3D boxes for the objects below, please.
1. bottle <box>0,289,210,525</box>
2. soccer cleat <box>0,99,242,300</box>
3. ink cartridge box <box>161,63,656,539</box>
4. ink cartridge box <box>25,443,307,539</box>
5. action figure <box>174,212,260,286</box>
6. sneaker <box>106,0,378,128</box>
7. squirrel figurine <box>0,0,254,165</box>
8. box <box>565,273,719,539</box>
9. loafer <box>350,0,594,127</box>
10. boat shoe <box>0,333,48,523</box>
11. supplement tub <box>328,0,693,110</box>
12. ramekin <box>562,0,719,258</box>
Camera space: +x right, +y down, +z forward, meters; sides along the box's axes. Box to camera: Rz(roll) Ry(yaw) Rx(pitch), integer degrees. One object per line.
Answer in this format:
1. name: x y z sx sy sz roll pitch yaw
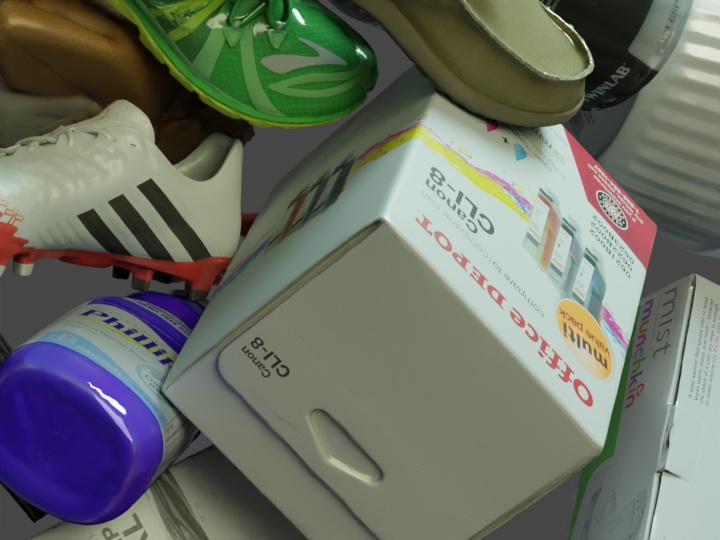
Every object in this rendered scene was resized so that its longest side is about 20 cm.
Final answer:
1. bottle: -0.108 0.052 1.035 0.083 0.066 0.200 35 17 3
2. soccer cleat: -0.135 -0.040 1.029 0.199 0.068 0.086 9 98 -40
3. ink cartridge box: 0.029 0.017 1.032 0.145 0.144 0.200 45 31 -13
4. ink cartridge box: -0.066 0.162 1.062 0.199 0.084 0.146 -25 84 -33
5. action figure: 0.000 0.000 1.185 0.198 0.052 0.066 14 60 -25
6. sneaker: -0.067 -0.135 1.019 0.199 0.083 0.075 36 56 -23
7. squirrel figurine: -0.131 -0.144 1.129 0.198 0.142 0.188 7 56 -23
8. box: 0.210 0.133 1.214 0.175 0.097 0.202 23 62 -18
9. loafer: 0.035 -0.135 0.998 0.199 0.067 0.076 32 34 -26
10. boat shoe: -0.212 0.037 1.049 0.074 0.076 0.201 -37 100 -1
11. supplement tub: 0.059 -0.165 1.113 0.199 0.122 0.124 20 63 -31
12. ramekin: 0.174 -0.114 1.230 0.104 0.200 0.202 12 66 -19
